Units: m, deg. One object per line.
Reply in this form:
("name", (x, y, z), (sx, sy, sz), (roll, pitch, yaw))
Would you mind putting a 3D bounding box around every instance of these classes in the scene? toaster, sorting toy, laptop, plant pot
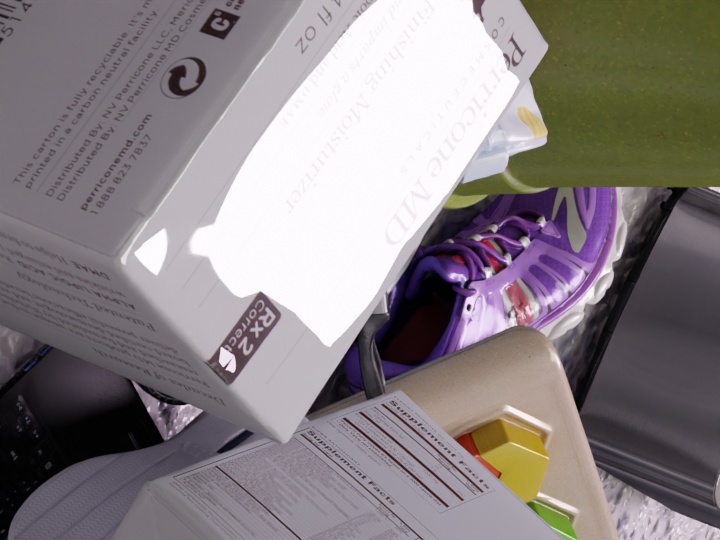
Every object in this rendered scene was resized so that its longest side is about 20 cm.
("toaster", (0.223, 0.056, 1.514), (0.200, 0.119, 0.181), (33, 80, -54))
("sorting toy", (0.036, 0.135, 1.299), (0.185, 0.037, 0.200), (-23, 133, -1))
("laptop", (-0.128, 0.155, 1.111), (0.200, 0.103, 0.177), (-46, 140, -21))
("plant pot", (0.139, -0.114, 1.218), (0.200, 0.190, 0.201), (-31, 126, -55))

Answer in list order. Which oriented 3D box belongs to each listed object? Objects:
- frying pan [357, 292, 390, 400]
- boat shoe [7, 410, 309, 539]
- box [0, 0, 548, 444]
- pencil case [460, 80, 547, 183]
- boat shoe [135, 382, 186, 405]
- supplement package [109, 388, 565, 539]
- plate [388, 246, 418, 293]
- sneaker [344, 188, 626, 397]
("frying pan", (-0.002, 0.004, 1.154), (0.115, 0.031, 0.190), (-72, 150, -70))
("boat shoe", (-0.083, 0.117, 1.107), (0.200, 0.072, 0.071), (-23, 133, -55))
("box", (-0.073, -0.071, 0.974), (0.199, 0.200, 0.131), (-57, 139, -16))
("pencil case", (0.027, -0.140, 1.119), (0.083, 0.091, 0.200), (-15, 98, -28))
("boat shoe", (-0.056, 0.026, 1.084), (0.073, 0.199, 0.068), (26, 57, -19))
("supplement package", (-0.027, 0.180, 1.030), (0.191, 0.147, 0.200), (-57, 160, 24))
("plate", (-0.024, -0.052, 1.207), (0.200, 0.026, 0.201), (-29, 129, -41))
("sneaker", (0.066, 0.005, 1.304), (0.200, 0.081, 0.084), (-50, 146, -23))
